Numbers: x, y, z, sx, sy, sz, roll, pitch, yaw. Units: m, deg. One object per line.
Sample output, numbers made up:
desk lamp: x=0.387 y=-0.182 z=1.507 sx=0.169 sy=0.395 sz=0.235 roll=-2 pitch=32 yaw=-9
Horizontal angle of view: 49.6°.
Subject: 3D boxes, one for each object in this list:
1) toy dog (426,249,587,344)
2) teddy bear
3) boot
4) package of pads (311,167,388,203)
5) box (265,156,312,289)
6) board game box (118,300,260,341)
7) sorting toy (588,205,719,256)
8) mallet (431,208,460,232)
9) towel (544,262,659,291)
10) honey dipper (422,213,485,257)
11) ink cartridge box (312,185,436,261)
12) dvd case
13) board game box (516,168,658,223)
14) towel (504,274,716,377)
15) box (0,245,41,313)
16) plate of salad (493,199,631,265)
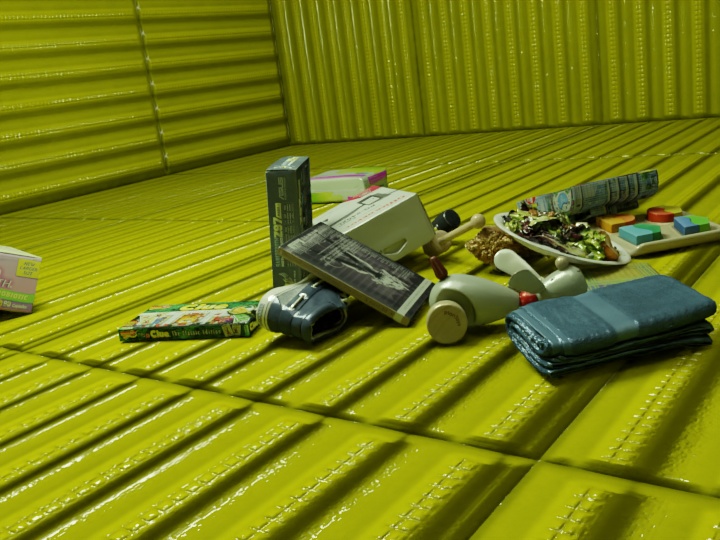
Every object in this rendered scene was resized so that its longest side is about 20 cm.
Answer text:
toy dog: x=0.159 y=0.012 z=0.936 sx=0.198 sy=0.097 sz=0.132 roll=-20 pitch=13 yaw=-13
teddy bear: x=0.242 y=-0.040 z=1.225 sx=0.143 sy=0.068 sz=0.200 roll=7 pitch=12 yaw=13
boot: x=-0.042 y=0.045 z=1.044 sx=0.090 sy=0.074 sz=0.199 roll=18 pitch=29 yaw=31
package of pads: x=-0.041 y=-0.226 z=2.054 sx=0.198 sy=0.069 sz=0.154 roll=1 pitch=17 yaw=29
box: x=-0.108 y=-0.070 z=1.223 sx=0.050 sy=0.202 sz=0.158 roll=-2 pitch=15 yaw=3
board game box: x=-0.231 y=0.071 z=1.109 sx=0.198 sy=0.024 sz=0.105 roll=-4 pitch=13 yaw=15
sorting toy: x=0.471 y=-0.070 z=1.248 sx=0.183 sy=0.037 sz=0.200 roll=-10 pitch=14 yaw=-9
mallet: x=0.094 y=-0.044 z=1.352 sx=0.199 sy=0.041 sz=0.066 roll=-33 pitch=-9 yaw=-33
towel: x=0.316 y=0.029 z=0.980 sx=0.142 sy=0.023 sz=0.200 roll=-5 pitch=15 yaw=6
honey dipper: x=0.148 y=-0.059 z=1.230 sx=0.038 sy=0.038 sz=0.200 roll=-12 pitch=-7 yaw=-18
ink cartridge box: x=0.016 y=-0.071 z=1.315 sx=0.144 sy=0.084 sz=0.200 roll=-30 pitch=17 yaw=-13
dvd case: x=0.000 y=0.000 z=1.074 sx=0.199 sy=0.016 sz=0.149 roll=28 pitch=24 yaw=10
board game box: x=0.385 y=-0.116 z=1.357 sx=0.198 sy=0.062 sz=0.200 roll=-13 pitch=1 yaw=-4
towel: x=0.263 y=0.058 z=0.826 sx=0.198 sy=0.049 sz=0.112 roll=-13 pitch=24 yaw=-11
box: x=-0.671 y=0.001 z=1.338 sx=0.175 sy=0.098 sz=0.199 roll=12 pitch=-1 yaw=-39
plate of salad: x=0.287 y=-0.056 z=1.102 sx=0.198 sy=0.049 sz=0.200 roll=12 pitch=20 yaw=-4
